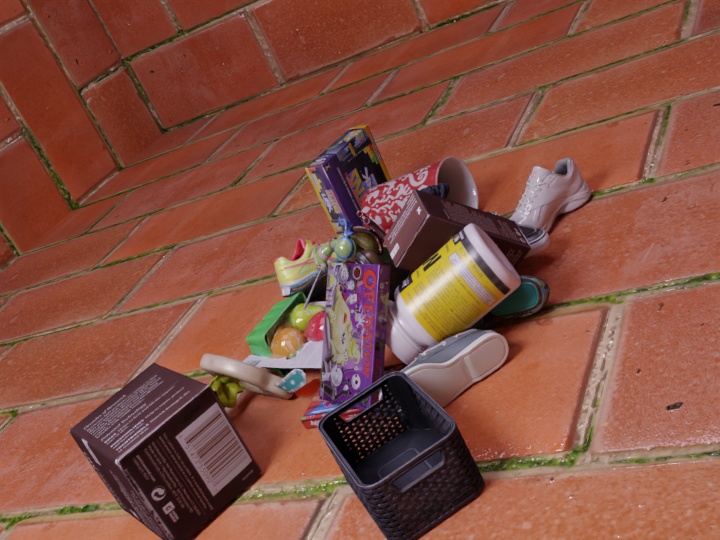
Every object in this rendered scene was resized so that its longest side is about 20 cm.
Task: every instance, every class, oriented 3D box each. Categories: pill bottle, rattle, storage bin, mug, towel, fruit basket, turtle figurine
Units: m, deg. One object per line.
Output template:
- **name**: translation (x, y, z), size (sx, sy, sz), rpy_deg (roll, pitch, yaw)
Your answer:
- **pill bottle**: translation (0.120, 0.038, 1.345), size (0.200, 0.114, 0.115), rpy_deg (-41, 19, 13)
- **rattle**: translation (-0.170, 0.211, 1.477), size (0.197, 0.131, 0.144), rpy_deg (16, 59, 18)
- **storage bin**: translation (0.045, 0.224, 1.155), size (0.134, 0.095, 0.200), rpy_deg (-31, 23, -10)
- **mug**: translation (0.098, -0.118, 1.787), size (0.198, 0.135, 0.178), rpy_deg (-12, 25, 41)
- **towel**: translation (-0.051, 0.005, 1.737), size (0.199, 0.022, 0.147), rpy_deg (-34, -10, -14)
- **fruit basket**: translation (-0.083, 0.111, 1.576), size (0.198, 0.095, 0.186), rpy_deg (1, 34, 32)
- **turtle figurine**: translation (0.000, 0.000, 1.581), size (0.142, 0.203, 0.193), rpy_deg (-7, 6, 30)

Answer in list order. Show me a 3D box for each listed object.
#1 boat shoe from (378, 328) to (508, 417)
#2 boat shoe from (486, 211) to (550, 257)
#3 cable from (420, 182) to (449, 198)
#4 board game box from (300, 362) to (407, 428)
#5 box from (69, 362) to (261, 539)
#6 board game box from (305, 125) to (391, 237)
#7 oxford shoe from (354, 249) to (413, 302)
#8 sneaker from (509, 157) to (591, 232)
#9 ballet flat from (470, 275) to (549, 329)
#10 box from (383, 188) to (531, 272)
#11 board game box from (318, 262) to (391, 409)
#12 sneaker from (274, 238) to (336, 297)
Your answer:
- **boat shoe**: translation (0.108, 0.138, 1.297), size (0.198, 0.074, 0.062), rpy_deg (-26, 23, -13)
- **boat shoe**: translation (0.209, -0.059, 1.527), size (0.198, 0.072, 0.072), rpy_deg (-1, 29, 37)
- **cable**: translation (0.107, -0.060, 1.551), size (0.050, 0.166, 0.200), rpy_deg (11, 24, 11)
- **board game box**: translation (0.014, 0.180, 1.384), size (0.198, 0.020, 0.103), rpy_deg (-14, 25, 30)
- **box**: translation (-0.281, 0.260, 1.354), size (0.164, 0.167, 0.199), rpy_deg (-40, 25, -26)
- **board game box**: translation (-0.008, -0.166, 1.914), size (0.056, 0.202, 0.165), rpy_deg (-3, 33, 42)
- **oxford shoe**: translation (0.063, 0.008, 1.439), size (0.085, 0.199, 0.073), rpy_deg (-51, 46, 4)
- **sneaker**: translation (0.299, -0.123, 1.599), size (0.199, 0.100, 0.078), rpy_deg (-38, 24, -23)
- **ballet flat**: translation (0.194, 0.050, 1.414), size (0.198, 0.075, 0.074), rpy_deg (-10, 28, 34)
- **box**: translation (0.145, -0.040, 1.417), size (0.101, 0.198, 0.075), rpy_deg (-57, 36, 28)
- **board game box**: translation (-0.009, 0.091, 1.349), size (0.032, 0.203, 0.119), rpy_deg (5, -2, -43)
- **sneaker**: translation (-0.082, -0.029, 1.817), size (0.199, 0.091, 0.078), rpy_deg (-30, 4, -33)
